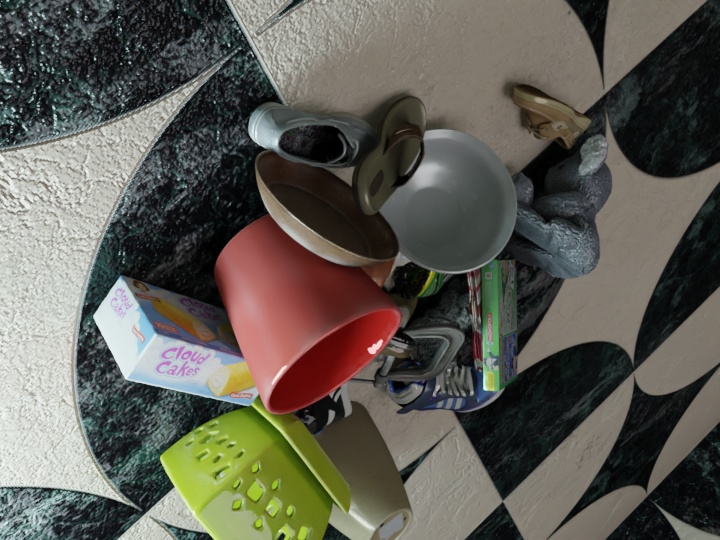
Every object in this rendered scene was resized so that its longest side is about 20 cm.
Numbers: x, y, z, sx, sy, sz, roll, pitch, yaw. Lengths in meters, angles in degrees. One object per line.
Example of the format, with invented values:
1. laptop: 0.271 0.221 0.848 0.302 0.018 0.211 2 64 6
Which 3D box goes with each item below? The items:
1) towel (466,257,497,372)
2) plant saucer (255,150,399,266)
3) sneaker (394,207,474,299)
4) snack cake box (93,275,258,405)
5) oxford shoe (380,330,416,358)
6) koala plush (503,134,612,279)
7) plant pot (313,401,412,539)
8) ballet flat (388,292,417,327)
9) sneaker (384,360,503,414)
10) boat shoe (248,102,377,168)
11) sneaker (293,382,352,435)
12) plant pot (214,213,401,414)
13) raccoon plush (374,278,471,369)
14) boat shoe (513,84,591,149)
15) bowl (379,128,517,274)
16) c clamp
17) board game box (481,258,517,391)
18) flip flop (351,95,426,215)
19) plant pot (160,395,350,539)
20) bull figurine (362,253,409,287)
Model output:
1. towel: 0.205 0.046 1.224 0.144 0.022 0.205 -44 129 -57
2. plant saucer: -0.044 -0.066 0.870 0.198 0.202 0.037 11 125 -46
3. sneaker: 0.128 -0.045 1.151 0.084 0.078 0.202 0 130 -49
4. snack cake box: -0.209 0.089 0.908 0.068 0.115 0.198 -51 141 11
5. oxford shoe: -0.020 0.108 1.051 0.073 0.194 0.087 -54 149 -80
6. koala plush: 0.343 -0.109 1.216 0.201 0.182 0.178 -51 150 -15
7. plant pot: -0.006 0.359 1.247 0.184 0.200 0.191 -23 134 -26
8. ballet flat: 0.026 0.080 1.153 0.197 0.071 0.072 -6 126 -40
9. sneaker: 0.138 0.193 1.278 0.196 0.083 0.146 -13 154 23
10. boat shoe: -0.041 -0.151 0.899 0.198 0.071 0.071 2 120 -45
11. sneaker: -0.077 0.188 1.142 0.111 0.073 0.203 -31 138 -18
12. plant pot: -0.074 0.039 0.893 0.198 0.179 0.201 -31 159 -14
13. raccoon plush: 0.114 0.088 1.224 0.197 0.096 0.137 -5 118 -42
14. boat shoe: 0.289 -0.229 1.138 0.197 0.071 0.066 9 115 -47
15. bowl: 0.111 -0.084 1.036 0.199 0.203 0.090 -33 173 -16
16. c clamp: 0.069 0.137 1.157 0.167 0.028 0.201 7 143 -17
17. board game box: 0.229 0.083 1.217 0.134 0.028 0.206 -2 92 -65
18. flip flop: 0.048 -0.144 0.927 0.201 0.056 0.082 -59 135 -42
19. plant pot: -0.138 0.298 1.047 0.181 0.198 0.202 -41 114 -17
20. bull figurine: 0.000 0.000 1.059 0.196 0.065 0.125 -1 109 -38
